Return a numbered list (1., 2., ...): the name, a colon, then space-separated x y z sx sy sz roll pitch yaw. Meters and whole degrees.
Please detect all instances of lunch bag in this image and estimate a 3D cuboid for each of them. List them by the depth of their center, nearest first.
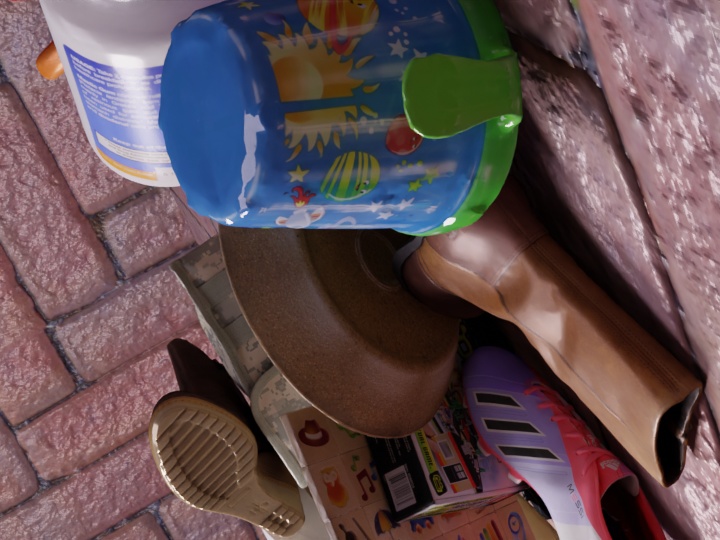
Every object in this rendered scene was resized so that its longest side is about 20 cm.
1. lunch bag: -0.026 0.044 1.141 0.201 0.163 0.118 57 176 15

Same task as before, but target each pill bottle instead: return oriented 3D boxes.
1. pill bottle: -0.116 -0.140 0.821 0.112 0.112 0.200 57 166 22

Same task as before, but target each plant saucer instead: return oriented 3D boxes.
1. plant saucer: 0.000 0.000 0.886 0.200 0.035 0.201 33 -138 -35

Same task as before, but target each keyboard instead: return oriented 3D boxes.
1. keyboard: 0.100 0.112 1.059 0.104 0.039 0.201 53 169 45

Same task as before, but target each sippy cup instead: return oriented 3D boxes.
1. sippy cup: -0.017 -0.076 0.686 0.140 0.130 0.178 63 142 22

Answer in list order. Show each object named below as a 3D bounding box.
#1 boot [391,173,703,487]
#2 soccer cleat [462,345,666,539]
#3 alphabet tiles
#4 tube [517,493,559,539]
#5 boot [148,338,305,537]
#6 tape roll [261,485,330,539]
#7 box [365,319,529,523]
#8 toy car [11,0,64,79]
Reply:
1. boot: 0.105 0.031 0.793 0.200 0.068 0.189 46 162 23
2. soccer cleat: 0.128 0.117 0.893 0.201 0.066 0.077 62 141 30
3. alphabet tiles: 0.030 0.120 0.936 0.199 0.008 0.168 -9 -108 -55
4. tube: 0.116 0.190 1.070 0.200 0.052 0.058 50 131 4
5. boot: -0.124 0.111 1.145 0.167 0.072 0.200 55 -178 42
6. tape roll: 0.015 0.192 1.257 0.203 0.202 0.140 53 169 40
7. box: 0.033 0.055 0.951 0.110 0.035 0.201 2 -116 -52
8. toy car: -0.180 -0.225 1.078 0.149 0.201 0.175 16 -176 -14
